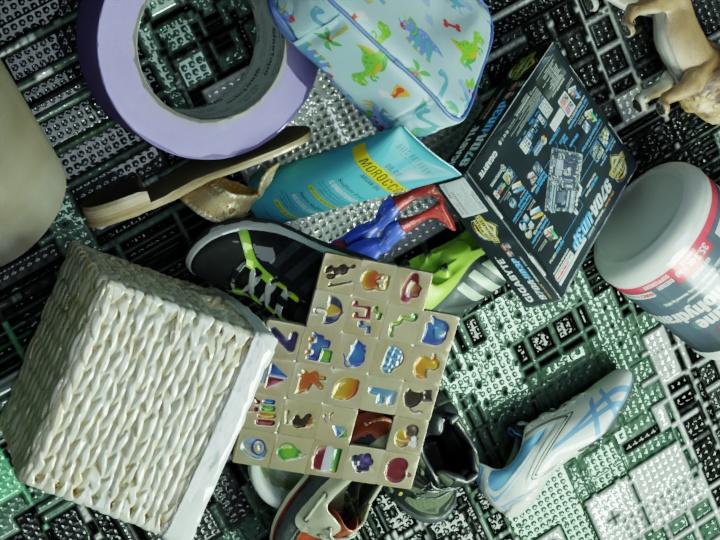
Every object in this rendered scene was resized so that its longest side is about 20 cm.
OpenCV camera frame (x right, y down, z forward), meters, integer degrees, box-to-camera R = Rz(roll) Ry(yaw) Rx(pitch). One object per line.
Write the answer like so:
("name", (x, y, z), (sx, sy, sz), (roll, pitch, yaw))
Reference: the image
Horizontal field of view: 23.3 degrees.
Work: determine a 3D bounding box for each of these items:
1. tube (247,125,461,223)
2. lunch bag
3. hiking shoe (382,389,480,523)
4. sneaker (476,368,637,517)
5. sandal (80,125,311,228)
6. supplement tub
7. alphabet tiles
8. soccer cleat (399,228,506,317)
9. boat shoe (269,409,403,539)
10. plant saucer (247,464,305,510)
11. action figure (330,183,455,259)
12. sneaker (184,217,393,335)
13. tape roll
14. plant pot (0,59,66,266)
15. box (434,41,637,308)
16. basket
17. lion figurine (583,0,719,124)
("tube", (-0.012, -0.083, 1.527), (0.077, 0.200, 0.050), (32, 56, -39))
("lunch bag", (0.021, -0.218, 1.485), (0.200, 0.082, 0.161), (40, 48, -27))
("hiking shoe", (0.066, 0.183, 1.630), (0.076, 0.101, 0.200), (-30, 136, -16))
("sneaker", (0.196, 0.159, 1.734), (0.200, 0.072, 0.072), (-40, 86, -16))
("sandal", (-0.135, -0.062, 1.541), (0.212, 0.078, 0.070), (-19, 110, -2))
("supplement tub", (0.340, 0.000, 1.713), (0.200, 0.140, 0.140), (36, 87, -24))
("alphabet tiles", (-0.009, 0.086, 1.511), (0.167, 0.008, 0.200), (11, 104, -17))
("soccer cleat", (0.111, -0.002, 1.669), (0.200, 0.068, 0.081), (-24, 141, -24))
("boat shoe", (-0.021, 0.214, 1.607), (0.071, 0.063, 0.200), (4, 123, -44))
("plant saucer", (-0.028, 0.132, 1.624), (0.200, 0.050, 0.200), (-23, 133, -26))
("action figure", (0.000, 0.000, 1.608), (0.200, 0.065, 0.099), (-24, 128, 11))
("sneaker", (-0.054, 0.014, 1.519), (0.200, 0.083, 0.072), (12, 133, -10))
("tape roll", (-0.140, -0.200, 1.508), (0.200, 0.085, 0.200), (-5, 104, -20))
("plant pot", (-0.338, -0.094, 1.412), (0.200, 0.200, 0.174), (-47, 131, -6))
("box", (0.168, -0.091, 1.625), (0.159, 0.046, 0.200), (51, 51, -23))
("basket", (-0.198, 0.100, 1.494), (0.161, 0.198, 0.200), (21, 94, -20))
("lion figurine", (0.305, -0.224, 1.688), (0.122, 0.072, 0.200), (-31, 107, -21))
